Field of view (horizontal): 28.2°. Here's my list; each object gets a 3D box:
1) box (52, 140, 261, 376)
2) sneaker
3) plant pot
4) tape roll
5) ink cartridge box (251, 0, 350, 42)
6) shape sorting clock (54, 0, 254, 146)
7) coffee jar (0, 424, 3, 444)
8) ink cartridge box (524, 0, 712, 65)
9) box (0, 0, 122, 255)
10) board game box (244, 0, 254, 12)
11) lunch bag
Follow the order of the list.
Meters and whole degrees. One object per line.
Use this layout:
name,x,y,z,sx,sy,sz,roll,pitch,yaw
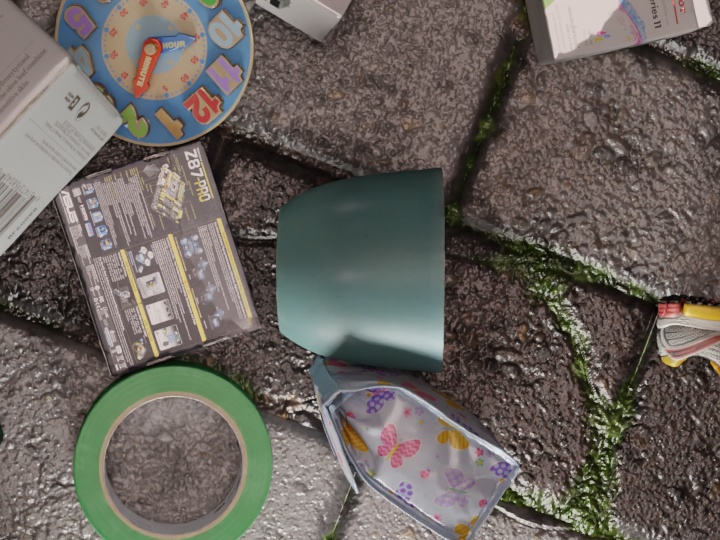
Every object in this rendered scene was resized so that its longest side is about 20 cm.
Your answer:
box,-0.204,-0.013,1.436,0.160,0.049,0.201,-19,95,-5
sneaker,0.411,0.077,1.525,0.199,0.078,0.083,7,96,1
plant pot,0.000,0.000,1.400,0.160,0.201,0.202,0,93,2
tape roll,-0.189,0.193,1.449,0.199,0.048,0.202,0,93,-9
ink cartridge box,-0.079,-0.336,1.360,0.199,0.083,0.147,29,76,-10
shape sorting clock,-0.203,-0.221,1.406,0.199,0.039,0.201,1,107,2
coffee jar,-0.419,0.086,1.390,0.104,0.085,0.201,-12,96,-5
ink cartridge box,0.274,-0.290,1.481,0.199,0.067,0.118,-14,95,-7
box,-0.359,-0.147,1.312,0.171,0.199,0.200,41,86,10
board game box,-0.157,-0.372,1.423,0.200,0.047,0.151,32,88,-9
lunch bag,0.035,0.166,1.421,0.200,0.170,0.127,36,91,-12
